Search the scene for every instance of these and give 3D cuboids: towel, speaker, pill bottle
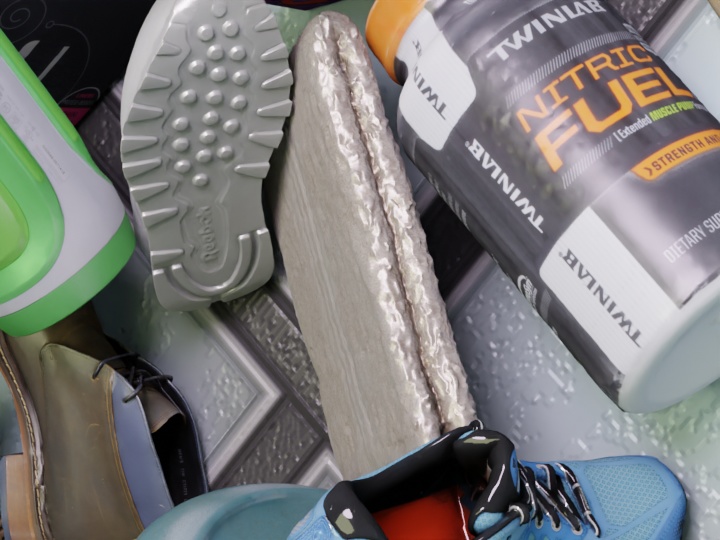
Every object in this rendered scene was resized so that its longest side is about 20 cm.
[{"bbox_3d":[0.000,0.000,0.956,0.133,0.034,0.201,132,125,-68],"label":"towel"},{"bbox_3d":[-0.184,-0.070,0.966,0.088,0.089,0.200,-23,114,30],"label":"speaker"},{"bbox_3d":[0.085,-0.047,0.903,0.106,0.106,0.200,-49,65,22],"label":"pill bottle"}]

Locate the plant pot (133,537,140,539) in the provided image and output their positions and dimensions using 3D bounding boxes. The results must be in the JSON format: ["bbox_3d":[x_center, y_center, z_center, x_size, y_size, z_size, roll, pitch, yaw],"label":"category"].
[{"bbox_3d":[-0.067,0.238,0.947,0.182,0.200,0.199,46,112,19],"label":"plant pot"}]

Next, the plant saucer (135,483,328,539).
[{"bbox_3d":[-0.001,0.152,0.879,0.200,0.200,0.027,45,123,25],"label":"plant saucer"}]

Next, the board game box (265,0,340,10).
[{"bbox_3d":[-0.032,-0.142,0.926,0.120,0.200,0.032,-6,87,33],"label":"board game box"}]

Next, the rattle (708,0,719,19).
[{"bbox_3d":[0.140,-0.143,0.855,0.199,0.143,0.131,22,119,25],"label":"rattle"}]

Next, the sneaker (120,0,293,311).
[{"bbox_3d":[-0.077,-0.068,0.981,0.200,0.076,0.081,101,156,-51],"label":"sneaker"}]

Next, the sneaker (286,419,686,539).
[{"bbox_3d":[0.057,0.103,0.865,0.078,0.199,0.090,52,135,33],"label":"sneaker"}]

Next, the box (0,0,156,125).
[{"bbox_3d":[-0.170,-0.142,1.062,0.200,0.122,0.106,-46,66,25],"label":"box"}]

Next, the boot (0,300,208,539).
[{"bbox_3d":[-0.122,0.044,1.065,0.097,0.075,0.201,-1,98,23],"label":"boot"}]

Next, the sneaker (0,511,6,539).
[{"bbox_3d":[-0.231,0.079,1.089,0.112,0.071,0.201,25,132,45],"label":"sneaker"}]
